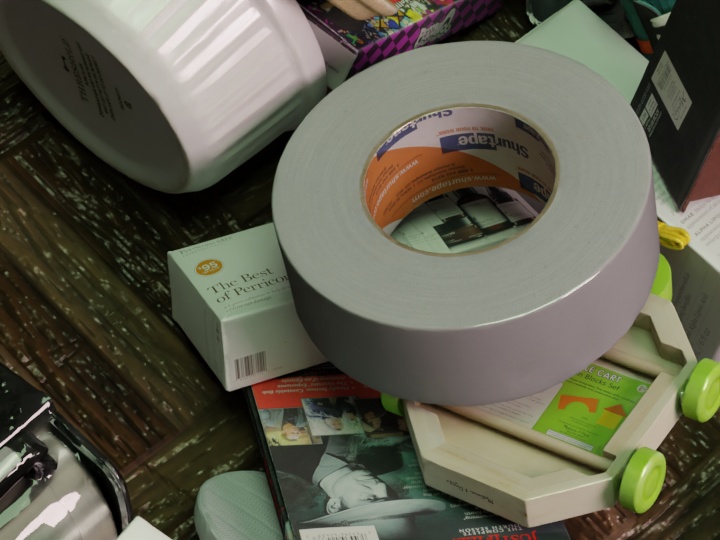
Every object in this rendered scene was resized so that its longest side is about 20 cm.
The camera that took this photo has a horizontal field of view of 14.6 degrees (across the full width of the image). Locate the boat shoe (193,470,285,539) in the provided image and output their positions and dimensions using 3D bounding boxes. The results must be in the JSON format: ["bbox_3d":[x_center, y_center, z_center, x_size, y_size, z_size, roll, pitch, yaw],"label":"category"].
[{"bbox_3d":[-0.023,0.177,1.440,0.072,0.071,0.200,-18,39,-30],"label":"boat shoe"}]

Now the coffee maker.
[{"bbox_3d":[-0.245,0.140,1.411,0.191,0.135,0.200,25,52,36],"label":"coffee maker"}]

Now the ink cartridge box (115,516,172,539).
[{"bbox_3d":[-0.059,0.234,1.353,0.199,0.145,0.084,35,58,13],"label":"ink cartridge box"}]

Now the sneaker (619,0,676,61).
[{"bbox_3d":[0.197,-0.123,1.599,0.071,0.200,0.080,-21,55,11],"label":"sneaker"}]

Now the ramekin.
[{"bbox_3d":[-0.122,-0.131,1.557,0.202,0.203,0.094,37,70,15],"label":"ramekin"}]

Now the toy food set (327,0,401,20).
[{"bbox_3d":[-0.054,-0.208,1.506,0.049,0.200,0.198,-51,56,7],"label":"toy food set"}]

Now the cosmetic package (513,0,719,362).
[{"bbox_3d":[0.156,-0.044,1.589,0.200,0.113,0.081,41,60,19],"label":"cosmetic package"}]

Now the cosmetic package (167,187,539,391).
[{"bbox_3d":[0.000,0.000,1.554,0.199,0.051,0.083,-17,33,-20],"label":"cosmetic package"}]

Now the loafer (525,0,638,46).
[{"bbox_3d":[0.190,-0.175,1.662,0.199,0.063,0.072,-8,92,14],"label":"loafer"}]

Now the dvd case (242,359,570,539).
[{"bbox_3d":[0.019,0.096,1.484,0.145,0.022,0.200,-4,33,-12],"label":"dvd case"}]

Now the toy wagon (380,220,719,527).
[{"bbox_3d":[0.113,0.049,1.468,0.154,0.040,0.200,21,51,27],"label":"toy wagon"}]

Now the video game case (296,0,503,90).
[{"bbox_3d":[-0.026,-0.191,1.653,0.181,0.036,0.200,36,33,14],"label":"video game case"}]

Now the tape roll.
[{"bbox_3d":[0.056,-0.027,1.467,0.199,0.066,0.201,-6,48,7],"label":"tape roll"}]

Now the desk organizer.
[{"bbox_3d":[0.213,-0.123,1.465,0.077,0.200,0.072,-13,60,-21],"label":"desk organizer"}]
